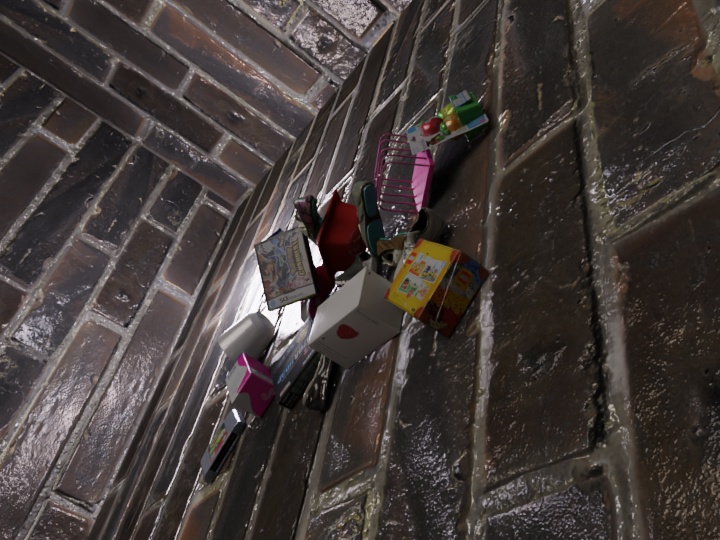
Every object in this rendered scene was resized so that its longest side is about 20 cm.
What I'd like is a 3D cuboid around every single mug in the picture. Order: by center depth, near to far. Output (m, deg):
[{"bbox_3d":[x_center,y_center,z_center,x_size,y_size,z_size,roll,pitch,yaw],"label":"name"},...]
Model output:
[{"bbox_3d":[-0.366,0.209,2.143,0.153,0.149,0.187,-46,28,6],"label":"mug"}]

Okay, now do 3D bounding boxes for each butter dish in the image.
[{"bbox_3d":[-0.025,-0.087,1.788,0.200,0.146,0.202,74,-153,-54],"label":"butter dish"}]

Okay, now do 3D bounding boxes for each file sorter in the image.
[{"bbox_3d":[0.104,-0.249,1.655,0.201,0.124,0.140,-93,10,-58],"label":"file sorter"}]

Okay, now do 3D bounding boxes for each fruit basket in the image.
[{"bbox_3d":[0.208,-0.369,1.624,0.198,0.094,0.186,-18,30,10],"label":"fruit basket"}]

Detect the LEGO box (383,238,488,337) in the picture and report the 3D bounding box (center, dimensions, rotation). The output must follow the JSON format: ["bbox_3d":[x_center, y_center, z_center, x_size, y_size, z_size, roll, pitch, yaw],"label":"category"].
[{"bbox_3d":[0.143,0.029,1.290,0.150,0.077,0.200,-58,20,-1],"label":"LEGO box"}]

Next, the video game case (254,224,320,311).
[{"bbox_3d":[-0.209,-0.005,1.836,0.179,0.025,0.202,-20,79,30],"label":"video game case"}]

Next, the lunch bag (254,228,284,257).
[{"bbox_3d":[-0.223,-0.006,1.994,0.127,0.170,0.200,-39,-16,-20],"label":"lunch bag"}]

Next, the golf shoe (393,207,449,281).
[{"bbox_3d":[0.113,-0.046,1.422,0.078,0.097,0.202,15,74,38],"label":"golf shoe"}]

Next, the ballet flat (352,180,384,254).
[{"bbox_3d":[0.020,-0.138,1.707,0.067,0.202,0.063,-23,23,-35],"label":"ballet flat"}]

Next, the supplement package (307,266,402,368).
[{"bbox_3d":[-0.009,0.110,1.465,0.200,0.121,0.120,-41,25,40],"label":"supplement package"}]

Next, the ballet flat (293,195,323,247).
[{"bbox_3d":[-0.139,-0.133,1.759,0.201,0.070,0.070,73,-155,-56],"label":"ballet flat"}]

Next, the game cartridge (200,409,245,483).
[{"bbox_3d":[-0.413,0.518,1.942,0.201,0.041,0.133,-59,16,-4],"label":"game cartridge"}]

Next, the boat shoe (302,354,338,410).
[{"bbox_3d":[-0.076,0.243,1.544,0.067,0.056,0.201,89,-160,-54],"label":"boat shoe"}]

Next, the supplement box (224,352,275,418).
[{"bbox_3d":[-0.320,0.332,1.900,0.102,0.103,0.200,-56,19,0],"label":"supplement box"}]

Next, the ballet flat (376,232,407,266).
[{"bbox_3d":[0.089,-0.047,1.568,0.200,0.067,0.073,-6,74,66],"label":"ballet flat"}]

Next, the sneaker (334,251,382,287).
[{"bbox_3d":[0.000,0.000,1.662,0.199,0.066,0.092,-12,70,59],"label":"sneaker"}]

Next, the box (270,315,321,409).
[{"bbox_3d":[-0.157,0.241,1.715,0.201,0.046,0.159,-54,25,12],"label":"box"}]

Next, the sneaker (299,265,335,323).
[{"bbox_3d":[-0.134,0.072,1.877,0.088,0.081,0.201,-35,29,42],"label":"sneaker"}]
